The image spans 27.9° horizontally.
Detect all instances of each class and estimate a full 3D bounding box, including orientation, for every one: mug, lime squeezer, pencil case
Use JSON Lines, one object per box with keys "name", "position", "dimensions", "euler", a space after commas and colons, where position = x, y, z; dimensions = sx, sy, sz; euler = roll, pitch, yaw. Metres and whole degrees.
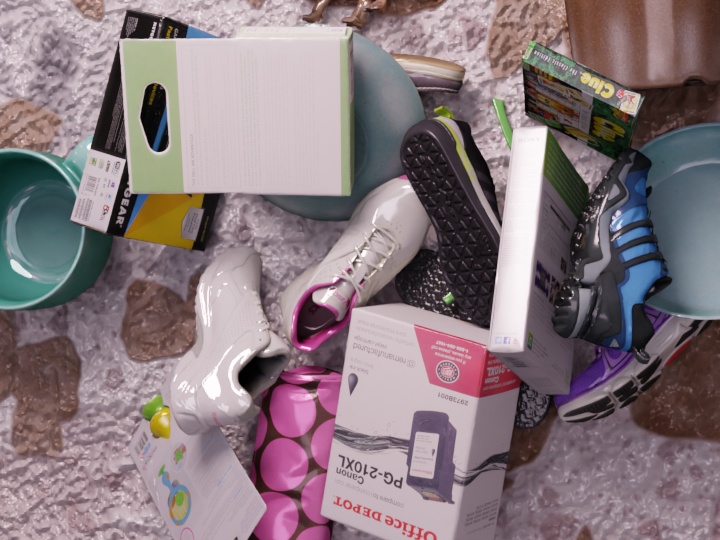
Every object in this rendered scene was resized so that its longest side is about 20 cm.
{"name": "mug", "position": [-0.301, -0.041, 1.394], "dimensions": [0.184, 0.114, 0.153], "euler": [-10, 88, 10]}
{"name": "lime squeezer", "position": [0.134, -0.058, 1.339], "dimensions": [0.070, 0.038, 0.201], "euler": [16, 81, -7]}
{"name": "pencil case", "position": [-0.065, 0.188, 1.365], "dimensions": [0.093, 0.091, 0.201], "euler": [10, 90, 16]}

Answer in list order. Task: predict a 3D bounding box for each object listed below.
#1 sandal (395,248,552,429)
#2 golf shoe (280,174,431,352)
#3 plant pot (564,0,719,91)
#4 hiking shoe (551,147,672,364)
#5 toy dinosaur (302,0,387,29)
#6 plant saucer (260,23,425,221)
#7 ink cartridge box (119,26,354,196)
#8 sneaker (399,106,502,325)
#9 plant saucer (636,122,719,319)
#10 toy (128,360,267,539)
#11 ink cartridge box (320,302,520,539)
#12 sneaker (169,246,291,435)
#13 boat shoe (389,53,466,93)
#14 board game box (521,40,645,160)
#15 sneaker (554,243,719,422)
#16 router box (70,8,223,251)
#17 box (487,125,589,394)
{"name": "sandal", "position": [0.113, 0.060, 1.354], "dimensions": [0.075, 0.048, 0.201], "euler": [-41, 70, 9]}
{"name": "golf shoe", "position": [0.000, 0.000, 1.331], "dimensions": [0.075, 0.092, 0.200], "euler": [36, 109, -10]}
{"name": "plant pot", "position": [0.257, -0.257, 1.258], "dimensions": [0.199, 0.200, 0.200], "euler": [-3, 98, 11]}
{"name": "hiking shoe", "position": [0.227, -0.013, 1.248], "dimensions": [0.086, 0.074, 0.201], "euler": [23, 61, -2]}
{"name": "toy dinosaur", "position": [-0.024, -0.307, 1.360], "dimensions": [0.198, 0.086, 0.137], "euler": [7, 85, 5]}
{"name": "plant saucer", "position": [-0.040, -0.126, 1.334], "dimensions": [0.199, 0.039, 0.202], "euler": [6, 120, 10]}
{"name": "ink cartridge box", "position": [-0.105, -0.140, 1.276], "dimensions": [0.198, 0.048, 0.147], "euler": [1, 112, 4]}
{"name": "sneaker", "position": [0.106, -0.053, 1.297], "dimensions": [0.071, 0.083, 0.201], "euler": [-18, 93, 39]}
{"name": "plant saucer", "position": [0.311, -0.038, 1.283], "dimensions": [0.199, 0.036, 0.201], "euler": [-9, 59, 15]}
{"name": "toy", "position": [-0.145, 0.193, 1.361], "dimensions": [0.200, 0.047, 0.116], "euler": [50, 119, 37]}
{"name": "ink cartridge box", "position": [0.056, 0.144, 1.308], "dimensions": [0.144, 0.084, 0.201], "euler": [15, 101, 32]}
{"name": "sneaker", "position": [-0.105, 0.064, 1.344], "dimensions": [0.099, 0.078, 0.201], "euler": [-3, 55, 19]}
{"name": "boat shoe", "position": [0.000, -0.173, 1.362], "dimensions": [0.198, 0.072, 0.065], "euler": [4, 99, 11]}
{"name": "board game box", "position": [0.191, -0.143, 1.256], "dimensions": [0.104, 0.200, 0.024], "euler": [26, 87, 10]}
{"name": "sneaker", "position": [0.247, 0.058, 1.321], "dimensions": [0.200, 0.081, 0.083], "euler": [-45, 67, -1]}
{"name": "router box", "position": [-0.180, -0.127, 1.351], "dimensions": [0.051, 0.149, 0.201], "euler": [18, 94, 31]}
{"name": "box", "position": [0.158, -0.006, 1.264], "dimensions": [0.036, 0.144, 0.201], "euler": [2, 72, 25]}
